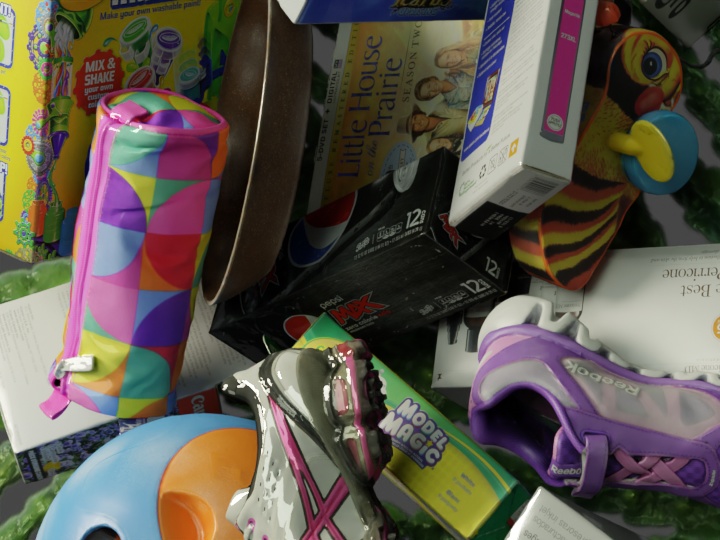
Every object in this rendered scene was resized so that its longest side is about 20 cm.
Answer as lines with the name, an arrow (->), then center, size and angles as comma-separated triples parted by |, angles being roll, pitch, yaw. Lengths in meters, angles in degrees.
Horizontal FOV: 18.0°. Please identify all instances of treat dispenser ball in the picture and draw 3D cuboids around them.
treat dispenser ball -> -0.091, 0.183, 1.299 | 0.200, 0.201, 0.203 | -12, 66, 29

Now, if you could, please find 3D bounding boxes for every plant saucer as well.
plant saucer -> -0.060, -0.077, 1.330 | 0.034, 0.200, 0.202 | 9, 73, -11

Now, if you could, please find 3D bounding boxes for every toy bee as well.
toy bee -> 0.138, -0.095, 1.281 | 0.130, 0.109, 0.201 | -6, 46, 45

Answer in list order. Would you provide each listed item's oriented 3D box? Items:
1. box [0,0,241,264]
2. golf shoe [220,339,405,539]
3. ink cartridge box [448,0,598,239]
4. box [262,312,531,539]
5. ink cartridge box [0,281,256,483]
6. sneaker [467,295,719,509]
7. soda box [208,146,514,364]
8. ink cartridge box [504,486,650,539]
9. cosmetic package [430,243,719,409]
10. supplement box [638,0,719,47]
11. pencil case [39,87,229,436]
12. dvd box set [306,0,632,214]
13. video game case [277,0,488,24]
box -> -0.163, -0.128, 1.421 | 0.121, 0.199, 0.194 | 22, 115, 37
golf shoe -> -0.022, 0.141, 1.201 | 0.091, 0.073, 0.202 | -10, 76, 6
ink cartridge box -> 0.095, -0.125, 1.256 | 0.095, 0.037, 0.202 | 141, 141, -61
box -> 0.031, 0.102, 1.301 | 0.048, 0.117, 0.200 | -48, 54, -6
ink cartridge box -> -0.137, 0.052, 1.457 | 0.198, 0.050, 0.110 | -18, 59, -8
sneaker -> 0.141, 0.091, 1.218 | 0.199, 0.089, 0.081 | 23, 127, 15
soda box -> 0.000, 0.000, 1.343 | 0.199, 0.071, 0.064 | -25, 41, 43
ink cartridge box -> 0.118, 0.245, 1.174 | 0.145, 0.144, 0.201 | 35, 94, 36
cosmetic package -> 0.140, 0.033, 1.298 | 0.199, 0.051, 0.083 | -4, 71, 32
supplement box -> 0.177, -0.251, 1.364 | 0.126, 0.073, 0.201 | -43, 55, 13
pencil case -> -0.134, -0.006, 1.351 | 0.088, 0.088, 0.202 | 25, 111, 37
dvd box set -> 0.066, -0.098, 1.407 | 0.199, 0.029, 0.148 | 1, 73, 33
video game case -> -0.005, -0.221, 1.348 | 0.182, 0.199, 0.046 | 51, 128, 29
